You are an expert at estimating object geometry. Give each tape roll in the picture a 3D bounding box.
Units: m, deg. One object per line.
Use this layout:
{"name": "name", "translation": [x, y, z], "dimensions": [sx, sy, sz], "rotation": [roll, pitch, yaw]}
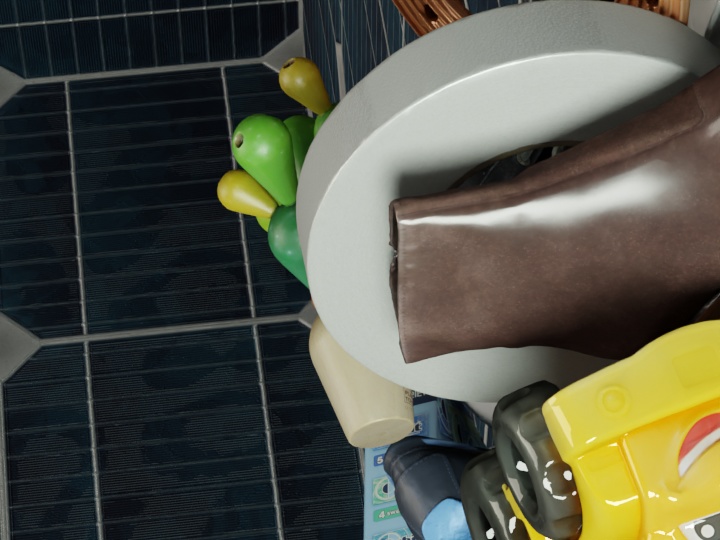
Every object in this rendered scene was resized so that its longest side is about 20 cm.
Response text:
{"name": "tape roll", "translation": [0.074, -0.025, 1.047], "dimensions": [0.037, 0.202, 0.203], "rotation": [-103, 9, -45]}

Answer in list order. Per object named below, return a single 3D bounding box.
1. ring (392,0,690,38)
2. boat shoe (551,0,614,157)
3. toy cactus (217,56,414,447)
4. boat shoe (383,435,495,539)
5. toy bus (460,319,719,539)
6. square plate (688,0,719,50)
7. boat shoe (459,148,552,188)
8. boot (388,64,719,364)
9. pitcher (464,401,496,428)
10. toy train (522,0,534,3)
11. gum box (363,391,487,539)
{"name": "ring", "translation": [0.064, -0.152, 1.066], "dimensions": [0.200, 0.019, 0.201], "rotation": [36, 144, 31]}
{"name": "boat shoe", "translation": [0.124, -0.062, 1.176], "dimensions": [0.068, 0.073, 0.200], "rotation": [64, -155, -60]}
{"name": "toy cactus", "translation": [0.000, 0.000, 1.165], "dimensions": [0.200, 0.102, 0.165], "rotation": [70, -175, -64]}
{"name": "boat shoe", "translation": [0.079, 0.107, 1.207], "dimensions": [0.069, 0.084, 0.200], "rotation": [50, -172, 28]}
{"name": "toy bus", "translation": [0.137, 0.128, 0.994], "dimensions": [0.200, 0.135, 0.192], "rotation": [103, 148, -68]}
{"name": "square plate", "translation": [0.142, -0.184, 1.075], "dimensions": [0.200, 0.028, 0.199], "rotation": [95, 168, -67]}
{"name": "boat shoe", "translation": [0.096, -0.080, 1.278], "dimensions": [0.200, 0.068, 0.072], "rotation": [-36, -23, -56]}
{"name": "boot", "translation": [0.096, -0.027, 0.963], "dimensions": [0.200, 0.166, 0.072], "rotation": [94, 168, -54]}
{"name": "pitcher", "translation": [0.115, 0.059, 1.295], "dimensions": [0.172, 0.121, 0.200], "rotation": [57, 174, 20]}
{"name": "toy train", "translation": [0.110, -0.077, 1.403], "dimensions": [0.056, 0.042, 0.200], "rotation": [-30, -55, -47]}
{"name": "gum box", "translation": [0.050, 0.175, 1.277], "dimensions": [0.200, 0.044, 0.170], "rotation": [-90, -21, -44]}
